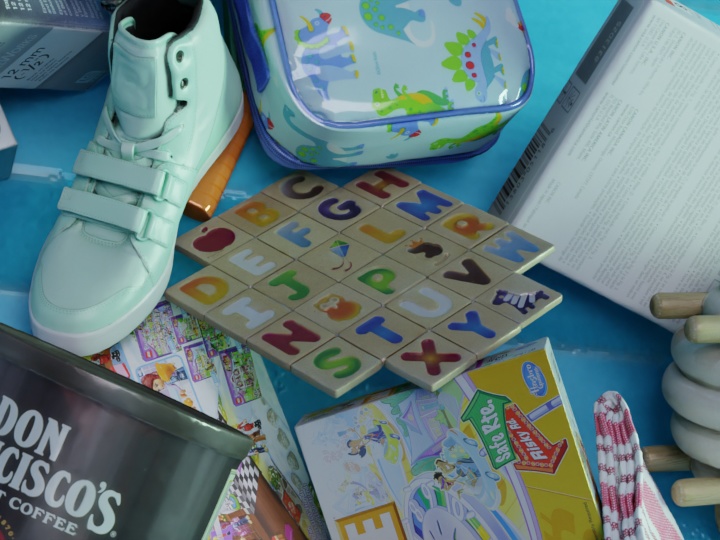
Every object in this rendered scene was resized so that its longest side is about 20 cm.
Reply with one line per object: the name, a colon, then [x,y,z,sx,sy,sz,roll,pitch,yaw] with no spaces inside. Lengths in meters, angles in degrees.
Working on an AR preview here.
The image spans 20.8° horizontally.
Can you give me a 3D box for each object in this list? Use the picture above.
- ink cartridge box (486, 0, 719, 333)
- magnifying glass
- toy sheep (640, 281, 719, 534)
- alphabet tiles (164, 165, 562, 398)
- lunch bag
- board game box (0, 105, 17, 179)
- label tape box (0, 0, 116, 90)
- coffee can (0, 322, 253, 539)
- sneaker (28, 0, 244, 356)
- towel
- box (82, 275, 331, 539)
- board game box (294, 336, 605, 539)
ink cartridge box: [0.196,-0.049,1.123,0.199,0.050,0.163,26,105,-21]
magnifying glass: [-0.060,-0.117,1.129,0.079,0.022,0.201,25,65,-6]
toy sheep: [0.226,0.061,1.079,0.136,0.138,0.202,-2,108,-17]
alphabet tiles: [0.000,0.000,1.033,0.166,0.006,0.199,-32,42,-33]
lunch bag: [0.000,-0.159,1.109,0.159,0.082,0.202,-8,72,-22]
board game box: [-0.302,-0.093,1.033,0.199,0.047,0.152,-21,76,-23]
label tape box: [-0.211,-0.172,1.022,0.199,0.066,0.144,-8,68,-60]
coffee can: [-0.154,0.140,0.899,0.145,0.146,0.202,24,86,-6]
sneaker: [-0.127,-0.061,1.010,0.073,0.119,0.202,13,58,17]
towel: [0.158,0.175,0.985,0.030,0.147,0.201,-17,35,14]
box: [-0.098,0.116,1.017,0.136,0.039,0.202,-17,75,-22]
board game box: [0.062,0.150,0.987,0.133,0.034,0.202,-18,95,10]
